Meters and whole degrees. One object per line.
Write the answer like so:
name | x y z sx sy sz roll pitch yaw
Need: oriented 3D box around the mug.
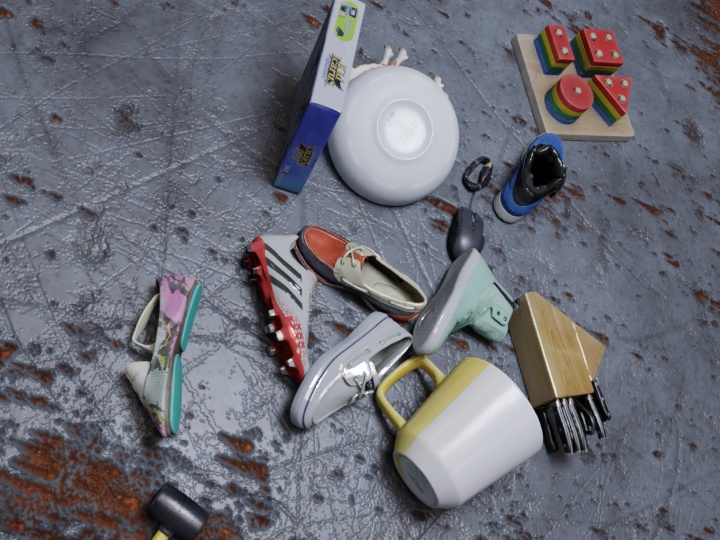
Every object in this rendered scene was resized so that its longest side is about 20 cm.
mug | 0.112 0.211 1.021 0.152 0.186 0.151 -35 118 -23

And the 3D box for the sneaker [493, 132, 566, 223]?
sneaker | 0.290 -0.166 1.260 0.077 0.111 0.200 43 57 -1

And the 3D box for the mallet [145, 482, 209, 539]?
mallet | -0.248 0.317 0.849 0.066 0.041 0.200 44 62 -1

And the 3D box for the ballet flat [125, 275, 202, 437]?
ballet flat | -0.233 0.096 0.939 0.070 0.069 0.203 5 61 -3

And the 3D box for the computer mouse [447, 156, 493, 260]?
computer mouse | 0.175 -0.098 1.223 0.058 0.034 0.202 23 60 -13

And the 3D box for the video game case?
video game case | -0.057 -0.230 1.075 0.045 0.200 0.184 18 62 -12

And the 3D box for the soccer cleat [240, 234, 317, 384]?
soccer cleat | -0.086 0.043 1.023 0.084 0.069 0.202 -13 70 -24

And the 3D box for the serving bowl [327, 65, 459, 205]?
serving bowl | 0.054 -0.196 1.147 0.197 0.066 0.204 0 90 -14

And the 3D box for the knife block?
knife block | 0.267 0.155 1.138 0.199 0.064 0.176 38 57 -6

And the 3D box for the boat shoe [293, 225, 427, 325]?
boat shoe | 0.000 0.000 1.084 0.199 0.063 0.072 36 60 -5

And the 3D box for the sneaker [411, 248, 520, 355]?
sneaker | 0.152 0.069 1.103 0.118 0.074 0.201 46 48 -9

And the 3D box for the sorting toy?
sorting toy | 0.385 -0.332 1.402 0.197 0.070 0.202 -3 70 -26

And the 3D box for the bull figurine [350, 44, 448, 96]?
bull figurine | 0.045 -0.265 1.210 0.199 0.065 0.122 37 84 -13

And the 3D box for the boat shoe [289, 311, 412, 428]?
boat shoe | -0.006 0.126 1.007 0.066 0.074 0.200 23 52 27
